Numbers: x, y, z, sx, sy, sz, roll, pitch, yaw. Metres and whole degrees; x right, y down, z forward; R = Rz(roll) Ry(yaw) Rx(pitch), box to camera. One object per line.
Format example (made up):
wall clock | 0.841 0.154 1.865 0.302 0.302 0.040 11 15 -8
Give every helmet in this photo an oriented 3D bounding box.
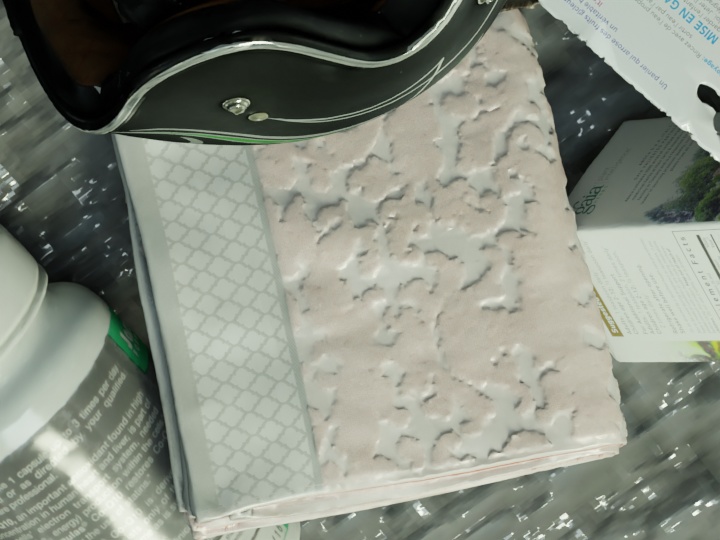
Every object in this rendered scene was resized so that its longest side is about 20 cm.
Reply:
helmet | -0.032 -0.141 1.063 0.191 0.200 0.200 -15 117 -24

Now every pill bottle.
pill bottle | -0.128 0.078 1.194 0.113 0.113 0.200 -38 114 9

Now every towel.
towel | 0.000 0.000 1.159 0.191 0.032 0.200 -12 77 1

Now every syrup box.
syrup box | 0.183 -0.016 1.148 0.079 0.200 0.081 -51 120 -33

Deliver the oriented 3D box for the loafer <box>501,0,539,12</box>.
loafer | 0.118 -0.133 1.136 0.200 0.073 0.071 -11 125 21

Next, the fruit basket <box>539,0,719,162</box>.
fruit basket | 0.190 -0.122 1.031 0.185 0.094 0.200 40 89 -2
